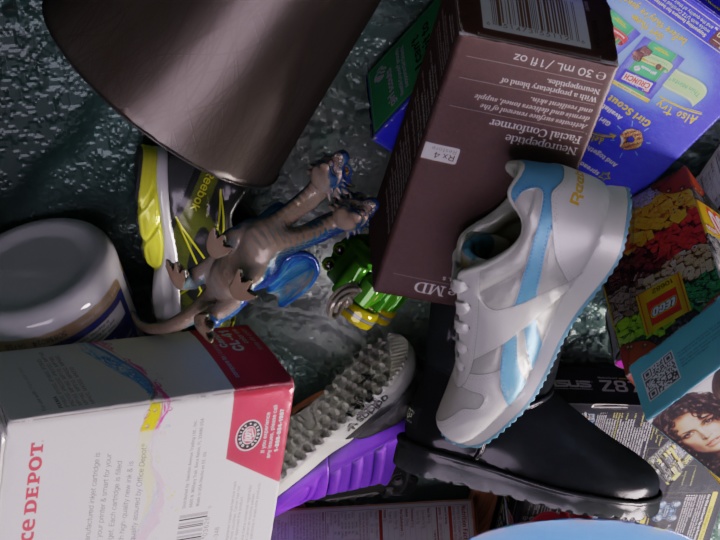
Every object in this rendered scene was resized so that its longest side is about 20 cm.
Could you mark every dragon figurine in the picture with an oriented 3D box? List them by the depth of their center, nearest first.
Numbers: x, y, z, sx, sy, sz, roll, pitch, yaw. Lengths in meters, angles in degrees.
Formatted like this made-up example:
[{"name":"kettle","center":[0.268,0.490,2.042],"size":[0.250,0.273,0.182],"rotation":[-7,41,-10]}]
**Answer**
[{"name":"dragon figurine","center":[-0.065,-0.005,1.367],"size":[0.059,0.099,0.200],"rotation":[57,139,9]}]

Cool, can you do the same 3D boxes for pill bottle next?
[{"name":"pill bottle","center":[-0.194,0.075,1.476],"size":[0.115,0.116,0.201],"rotation":[-11,126,7]}]

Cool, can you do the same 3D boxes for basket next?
[{"name":"basket","center":[-0.061,-0.178,1.282],"size":[0.180,0.136,0.200],"rotation":[36,115,-14]}]

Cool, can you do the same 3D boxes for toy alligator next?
[{"name":"toy alligator","center":[0.000,0.000,1.414],"size":[0.054,0.200,0.059],"rotation":[40,103,13]}]

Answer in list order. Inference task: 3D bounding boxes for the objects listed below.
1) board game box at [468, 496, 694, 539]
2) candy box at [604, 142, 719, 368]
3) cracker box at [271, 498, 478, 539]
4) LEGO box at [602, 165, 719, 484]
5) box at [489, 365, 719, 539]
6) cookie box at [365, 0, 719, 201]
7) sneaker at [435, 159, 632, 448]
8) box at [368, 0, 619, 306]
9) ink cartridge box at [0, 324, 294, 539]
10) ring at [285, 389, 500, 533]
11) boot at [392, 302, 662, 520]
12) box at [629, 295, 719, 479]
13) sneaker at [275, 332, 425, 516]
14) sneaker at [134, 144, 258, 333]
[{"name":"board game box","center":[0.161,0.199,1.548],"size":[0.156,0.039,0.200],"rotation":[-2,151,8]},{"name":"candy box","center":[0.273,-0.003,1.469],"size":[0.135,0.061,0.201],"rotation":[20,125,-18]},{"name":"cracker box","center":[-0.008,0.241,1.625],"size":[0.198,0.058,0.135],"rotation":[-2,129,1]},{"name":"LEGO box","center":[0.235,0.057,1.375],"size":[0.077,0.150,0.200],"rotation":[-30,127,18]},{"name":"box","center":[0.184,0.161,1.588],"size":[0.160,0.049,0.201],"rotation":[3,126,-10]},{"name":"cookie box","center":[0.128,-0.126,1.360],"size":[0.171,0.076,0.200],"rotation":[31,121,-24]},{"name":"sneaker","center":[0.086,0.019,1.297],"size":[0.080,0.077,0.201],"rotation":[21,120,-11]},{"name":"box","center":[0.076,-0.074,1.307],"size":[0.099,0.075,0.201],"rotation":[9,130,-10]},{"name":"ink cartridge box","center":[-0.154,0.124,1.398],"size":[0.198,0.086,0.149],"rotation":[-4,122,-27]},{"name":"ring","center":[0.019,0.153,1.606],"size":[0.198,0.019,0.202],"rotation":[-1,128,-2]},{"name":"boot","center":[0.130,0.070,1.456],"size":[0.198,0.076,0.170],"rotation":[13,98,-12]},{"name":"box","center":[0.254,0.098,1.282],"size":[0.082,0.049,0.200],"rotation":[-40,123,22]},{"name":"sneaker","center":[-0.010,0.137,1.537],"size":[0.200,0.070,0.099],"rotation":[-37,122,23]},{"name":"sneaker","center":[-0.098,0.004,1.451],"size":[0.084,0.075,0.201],"rotation":[-7,127,3]}]
